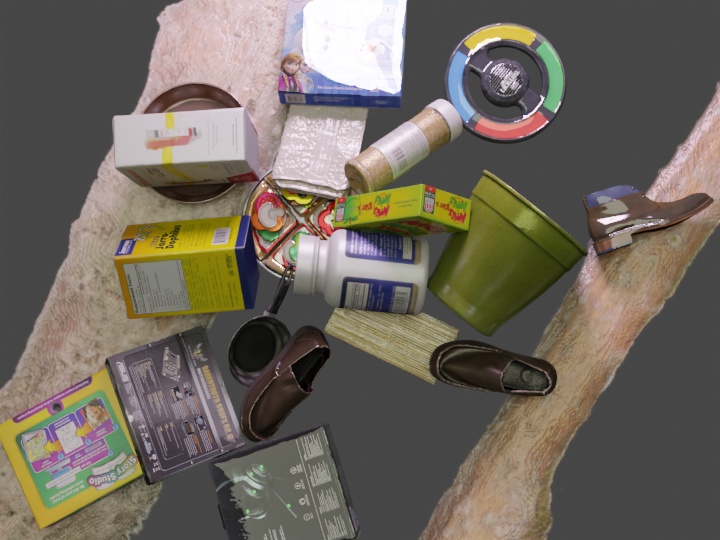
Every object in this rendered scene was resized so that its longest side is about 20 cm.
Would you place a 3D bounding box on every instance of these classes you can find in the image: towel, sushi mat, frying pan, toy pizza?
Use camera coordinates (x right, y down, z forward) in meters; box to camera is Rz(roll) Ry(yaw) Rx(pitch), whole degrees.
[{"bbox_3d":[-0.062,-0.213,1.510,0.131,0.035,0.202,10,71,3],"label":"towel"},{"bbox_3d":[0.050,0.096,1.487,0.198,0.012,0.096,25,83,6],"label":"sushi mat"},{"bbox_3d":[-0.157,0.087,1.447,0.114,0.031,0.192,-10,108,-33],"label":"frying pan"},{"bbox_3d":[-0.094,-0.083,1.510,0.198,0.032,0.203,0,82,2],"label":"toy pizza"}]

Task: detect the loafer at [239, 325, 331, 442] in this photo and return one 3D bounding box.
[{"bbox_3d":[-0.114,0.176,1.440,0.073,0.071,0.201,36,83,-32],"label":"loafer"}]

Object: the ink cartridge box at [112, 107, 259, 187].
[{"bbox_3d":[-0.263,-0.185,1.442,0.197,0.145,0.084,-3,83,2],"label":"ink cartridge box"}]

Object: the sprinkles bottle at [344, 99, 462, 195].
[{"bbox_3d":[0.068,-0.192,1.473,0.199,0.068,0.068,-36,82,-21],"label":"sprinkles bottle"}]

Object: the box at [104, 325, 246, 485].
[{"bbox_3d":[-0.283,0.203,1.440,0.157,0.048,0.202,-19,81,-25],"label":"box"}]

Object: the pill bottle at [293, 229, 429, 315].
[{"bbox_3d":[0.000,0.000,1.440,0.197,0.120,0.121,6,82,-3],"label":"pill bottle"}]

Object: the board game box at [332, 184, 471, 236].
[{"bbox_3d":[0.059,-0.085,1.411,0.101,0.199,0.048,14,79,-38],"label":"board game box"}]

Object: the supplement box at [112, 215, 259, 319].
[{"bbox_3d":[-0.263,-0.007,1.448,0.197,0.110,0.110,-4,120,1],"label":"supplement box"}]

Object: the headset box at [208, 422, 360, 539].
[{"bbox_3d":[-0.119,0.344,1.417,0.198,0.093,0.176,-18,82,0],"label":"headset box"}]

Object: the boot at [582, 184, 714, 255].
[{"bbox_3d":[0.445,-0.104,1.469,0.198,0.075,0.098,-23,84,1],"label":"boot"}]

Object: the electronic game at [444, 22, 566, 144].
[{"bbox_3d":[0.234,-0.304,1.523,0.197,0.042,0.203,0,81,2],"label":"electronic game"}]

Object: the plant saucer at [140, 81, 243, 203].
[{"bbox_3d":[-0.270,-0.205,1.534,0.198,0.034,0.203,0,81,3],"label":"plant saucer"}]

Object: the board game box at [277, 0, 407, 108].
[{"bbox_3d":[-0.026,-0.363,1.524,0.197,0.043,0.201,3,69,3],"label":"board game box"}]

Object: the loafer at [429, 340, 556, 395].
[{"bbox_3d":[0.205,0.149,1.431,0.197,0.071,0.074,6,89,2],"label":"loafer"}]

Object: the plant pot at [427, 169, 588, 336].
[{"bbox_3d":[0.204,-0.013,1.419,0.200,0.200,0.193,40,96,7],"label":"plant pot"}]

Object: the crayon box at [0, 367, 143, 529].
[{"bbox_3d":[-0.435,0.273,1.459,0.199,0.058,0.174,-28,83,-3],"label":"crayon box"}]
